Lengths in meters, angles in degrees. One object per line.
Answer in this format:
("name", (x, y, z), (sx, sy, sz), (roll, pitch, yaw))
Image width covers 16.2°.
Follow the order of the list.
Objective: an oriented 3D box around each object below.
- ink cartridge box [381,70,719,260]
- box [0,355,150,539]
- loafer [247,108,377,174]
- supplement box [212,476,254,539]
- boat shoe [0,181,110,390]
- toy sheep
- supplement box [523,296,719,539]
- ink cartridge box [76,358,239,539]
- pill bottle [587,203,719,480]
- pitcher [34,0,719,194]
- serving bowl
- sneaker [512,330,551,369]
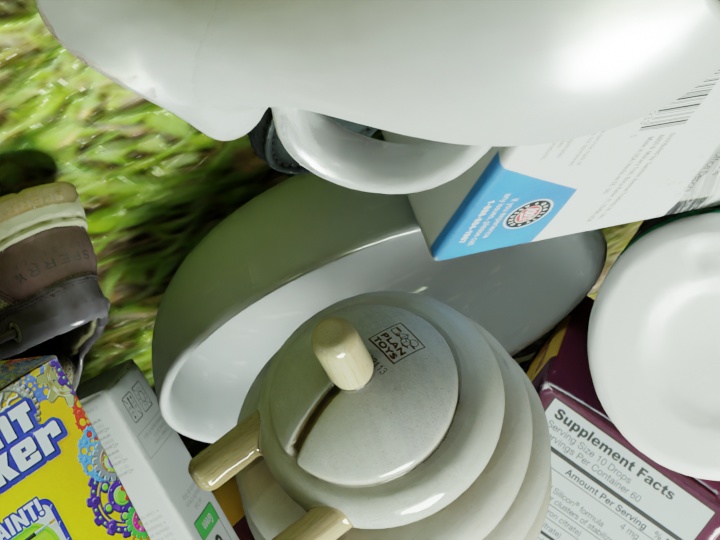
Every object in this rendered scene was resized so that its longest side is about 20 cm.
("ink cartridge box", (0.123, -0.086, 0.953), (0.199, 0.084, 0.145), (-10, 156, -26))
("box", (-0.166, 0.148, 0.964), (0.122, 0.193, 0.200), (-34, -164, -33))
("loafer", (0.009, -0.084, 0.871), (0.068, 0.071, 0.201), (-9, 155, -28))
("supplement box", (-0.064, 0.206, 1.222), (0.133, 0.200, 0.197), (-28, -178, 17))
("boat shoe", (-0.143, 0.033, 1.005), (0.072, 0.065, 0.200), (-15, 161, -27))
("toy sheep", (0.010, 0.075, 0.992), (0.138, 0.138, 0.200), (-22, 153, 1))
("supplement box", (0.078, 0.131, 1.143), (0.200, 0.103, 0.131), (-56, 180, 20))
("ink cartridge box", (-0.098, 0.152, 1.091), (0.109, 0.200, 0.050), (-28, -171, 15))
("pill bottle", (0.169, 0.010, 1.099), (0.113, 0.113, 0.200), (-30, -176, 20))
("pitcher", (0.030, -0.082, 0.748), (0.200, 0.122, 0.172), (-8, 150, 33))
("serving bowl", (0.000, 0.000, 1.066), (0.200, 0.066, 0.200), (-19, 158, -8))
("sneaker", (0.015, 0.063, 1.222), (0.200, 0.074, 0.079), (-5, 158, -36))
